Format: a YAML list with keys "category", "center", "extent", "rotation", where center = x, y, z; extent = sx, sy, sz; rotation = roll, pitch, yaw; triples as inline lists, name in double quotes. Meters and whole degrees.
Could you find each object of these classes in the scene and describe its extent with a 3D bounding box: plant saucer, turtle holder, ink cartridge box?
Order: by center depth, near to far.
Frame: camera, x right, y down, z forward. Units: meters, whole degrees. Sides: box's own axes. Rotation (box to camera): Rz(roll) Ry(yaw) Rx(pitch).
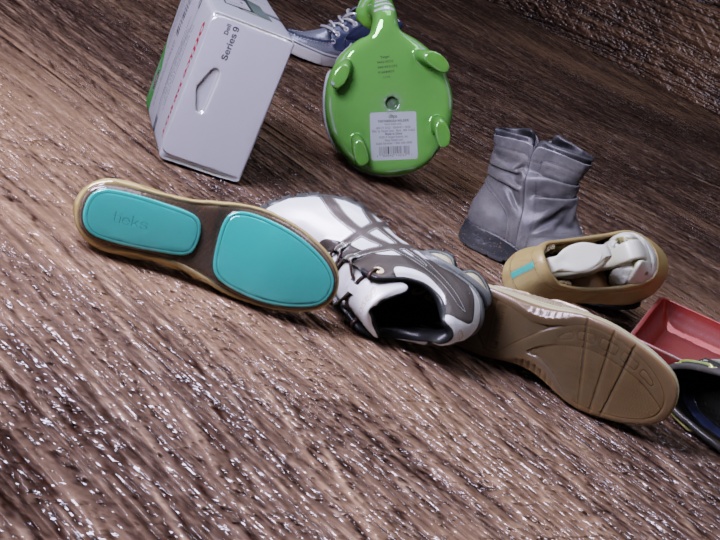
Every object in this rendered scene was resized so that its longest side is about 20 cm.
- category: "plant saucer"
  center: [0.338, 0.096, 1.424]
  extent: [0.199, 0.037, 0.200]
  rotation: [25, 16, 13]
- category: "ink cartridge box"
  center: [-0.138, -0.186, 1.521]
  extent: [0.084, 0.147, 0.200]
  rotation: [18, 17, -17]
- category: "turtle holder"
  center: [0.016, -0.191, 1.710]
  extent: [0.186, 0.141, 0.132]
  rotation: [58, -6, -7]

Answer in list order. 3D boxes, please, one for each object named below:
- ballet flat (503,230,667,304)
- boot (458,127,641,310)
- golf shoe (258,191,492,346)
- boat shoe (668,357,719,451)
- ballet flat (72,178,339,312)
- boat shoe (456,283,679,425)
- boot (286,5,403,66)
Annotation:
- category: "ballet flat"
  center: [0.220, -0.003, 1.455]
  extent: [0.199, 0.063, 0.069]
  rotation: [-10, 72, -35]
- category: "boot"
  center: [0.199, -0.053, 1.552]
  extent: [0.199, 0.132, 0.070]
  rotation: [26, 15, 13]
- category: "golf shoe"
  center: [0.000, 0.000, 1.214]
  extent: [0.199, 0.078, 0.094]
  rotation: [20, 21, 10]
- category: "boat shoe"
  center: [0.308, 0.123, 1.236]
  extent: [0.060, 0.072, 0.201]
  rotation: [6, 14, -32]
- category: "ballet flat"
  center: [-0.111, -0.024, 1.169]
  extent: [0.199, 0.069, 0.063]
  rotation: [21, 2, -9]
- category: "boat shoe"
  center: [0.160, 0.056, 1.250]
  extent: [0.199, 0.072, 0.064]
  rotation: [26, 17, 20]
- category: "boot"
  center: [-0.031, -0.337, 2.269]
  extent: [0.199, 0.091, 0.073]
  rotation: [7, 21, -44]
